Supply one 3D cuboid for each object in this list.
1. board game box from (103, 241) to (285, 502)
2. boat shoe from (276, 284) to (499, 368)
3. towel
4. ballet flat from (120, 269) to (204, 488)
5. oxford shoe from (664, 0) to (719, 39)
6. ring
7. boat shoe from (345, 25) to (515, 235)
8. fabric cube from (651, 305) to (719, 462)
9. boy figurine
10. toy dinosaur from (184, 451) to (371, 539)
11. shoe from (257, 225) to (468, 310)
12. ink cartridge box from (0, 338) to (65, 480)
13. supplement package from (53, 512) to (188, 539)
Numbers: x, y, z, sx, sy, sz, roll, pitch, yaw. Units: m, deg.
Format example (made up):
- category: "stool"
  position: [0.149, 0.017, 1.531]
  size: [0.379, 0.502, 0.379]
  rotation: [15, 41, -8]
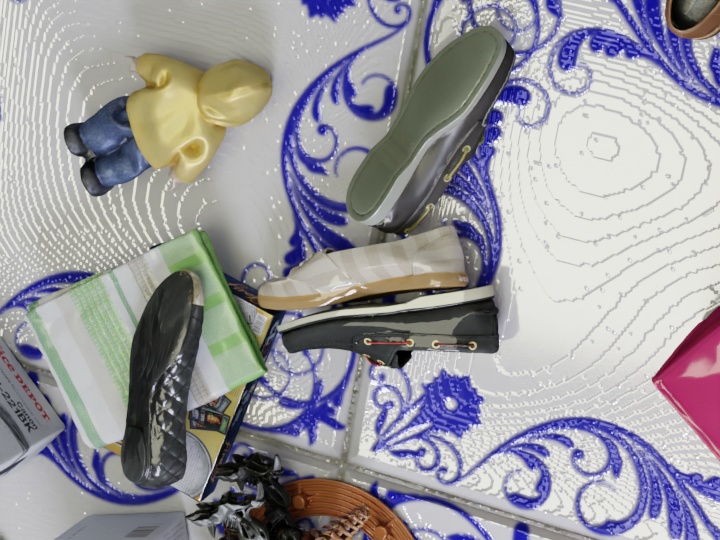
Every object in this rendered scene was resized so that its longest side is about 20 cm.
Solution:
- category: "board game box"
  position: [-0.163, 0.093, 1.787]
  size: [0.135, 0.035, 0.201]
  rotation: [28, 110, 13]
- category: "boat shoe"
  position: [0.023, 0.055, 1.686]
  size: [0.200, 0.074, 0.064]
  rotation: [-7, 92, 18]
- category: "towel"
  position: [-0.193, 0.063, 1.761]
  size: [0.199, 0.031, 0.150]
  rotation: [-24, 95, 22]
- category: "ballet flat"
  position: [-0.170, 0.095, 1.728]
  size: [0.066, 0.057, 0.202]
  rotation: [23, 106, 41]
- category: "oxford shoe"
  position: [0.296, -0.268, 1.512]
  size: [0.071, 0.071, 0.201]
  rotation: [27, 109, 15]
- category: "ring"
  position: [-0.031, 0.290, 1.790]
  size: [0.199, 0.019, 0.202]
  rotation: [5, 103, 20]
- category: "boat shoe"
  position: [0.068, -0.116, 1.640]
  size: [0.202, 0.060, 0.072]
  rotation: [-51, 42, 18]
- category: "fabric cube"
  position: [0.376, 0.075, 1.490]
  size: [0.199, 0.196, 0.200]
  rotation: [-43, 86, 23]
- category: "boy figurine"
  position: [-0.168, -0.139, 1.721]
  size: [0.199, 0.064, 0.125]
  rotation: [-24, 93, 23]
- category: "toy dinosaur"
  position: [-0.082, 0.240, 1.755]
  size: [0.199, 0.102, 0.136]
  rotation: [-28, 107, 6]
- category: "shoe"
  position: [0.000, 0.000, 1.686]
  size: [0.198, 0.070, 0.054]
  rotation: [-8, 89, 25]
- category: "ink cartridge box"
  position: [-0.380, 0.134, 1.790]
  size: [0.084, 0.200, 0.145]
  rotation: [-38, 87, 20]
- category: "supplement package"
  position: [-0.218, 0.341, 1.821]
  size: [0.109, 0.114, 0.202]
  rotation: [-5, 102, 22]
